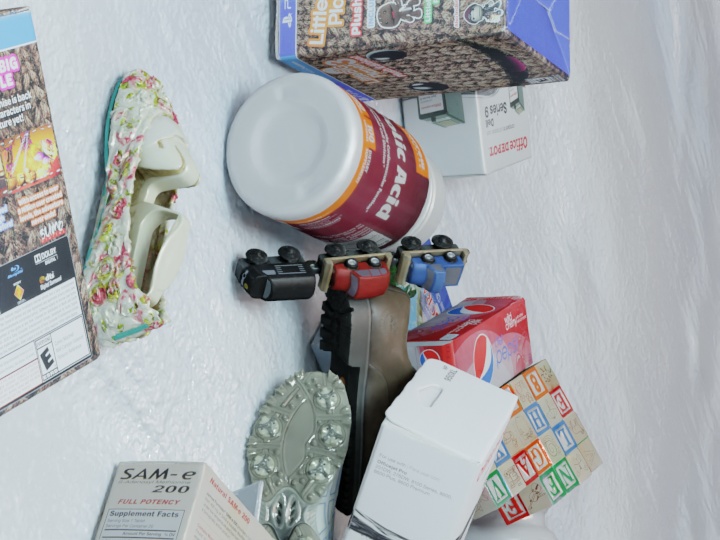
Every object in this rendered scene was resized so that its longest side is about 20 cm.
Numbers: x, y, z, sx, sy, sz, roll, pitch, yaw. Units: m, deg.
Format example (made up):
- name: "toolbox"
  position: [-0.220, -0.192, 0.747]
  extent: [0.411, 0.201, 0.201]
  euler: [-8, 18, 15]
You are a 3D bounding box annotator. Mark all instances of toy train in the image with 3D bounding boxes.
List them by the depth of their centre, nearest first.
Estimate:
- name: "toy train"
  position: [0.000, 0.000, 1.286]
  extent: [0.046, 0.199, 0.034]
  euler: [-121, -145, -44]

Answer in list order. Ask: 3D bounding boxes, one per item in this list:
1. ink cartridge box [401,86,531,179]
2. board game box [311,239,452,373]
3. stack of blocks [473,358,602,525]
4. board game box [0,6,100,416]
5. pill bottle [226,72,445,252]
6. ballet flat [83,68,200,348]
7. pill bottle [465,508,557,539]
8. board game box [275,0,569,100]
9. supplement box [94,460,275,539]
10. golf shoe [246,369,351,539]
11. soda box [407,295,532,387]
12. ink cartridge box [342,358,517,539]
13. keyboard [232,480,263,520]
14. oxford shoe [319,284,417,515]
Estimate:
- name: "ink cartridge box"
  position: [0.101, -0.195, 1.608]
  extent: [0.146, 0.084, 0.201]
  euler: [-24, 110, -63]
- name: "board game box"
  position: [0.035, 0.081, 1.485]
  extent: [0.200, 0.041, 0.201]
  euler: [-63, 141, -47]
- name: "stack of blocks"
  position: [0.134, 0.167, 1.500]
  extent: [0.200, 0.058, 0.116]
  euler: [-23, 84, -57]
- name: "board game box"
  position: [-0.234, -0.023, 0.855]
  extent: [0.159, 0.096, 0.201]
  euler: [-34, 117, -62]
- name: "pill bottle"
  position: [-0.012, -0.077, 1.318]
  extent: [0.200, 0.114, 0.115]
  euler: [23, 67, -63]
- name: "ballet flat"
  position: [-0.139, -0.043, 1.101]
  extent: [0.076, 0.064, 0.201]
  euler: [39, 52, -57]
- name: "pill bottle"
  position: [0.135, 0.304, 1.589]
  extent: [0.116, 0.115, 0.201]
  euler: [27, 63, -61]
- name: "board game box"
  position: [0.054, -0.212, 1.356]
  extent: [0.159, 0.199, 0.098]
  euler: [16, 73, -63]
- name: "supplement box"
  position: [-0.129, 0.241, 1.078]
  extent: [0.126, 0.073, 0.201]
  euler: [58, 38, -46]
- name: "golf shoe"
  position: [-0.050, 0.179, 1.284]
  extent: [0.097, 0.078, 0.201]
  euler: [79, 20, -67]
- name: "soda box"
  position: [0.094, 0.075, 1.488]
  extent: [0.200, 0.063, 0.070]
  euler: [-24, 108, -63]
- name: "ink cartridge box"
  position: [0.043, 0.191, 1.296]
  extent: [0.145, 0.084, 0.201]
  euler: [-46, 156, -66]
- name: "keyboard"
  position: [-0.095, 0.252, 1.177]
  extent: [0.011, 0.056, 0.201]
  euler: [19, 66, -28]
- name: "oxford shoe"
  position: [0.011, 0.107, 1.342]
  extent: [0.084, 0.073, 0.201]
  euler: [-4, 113, -29]
